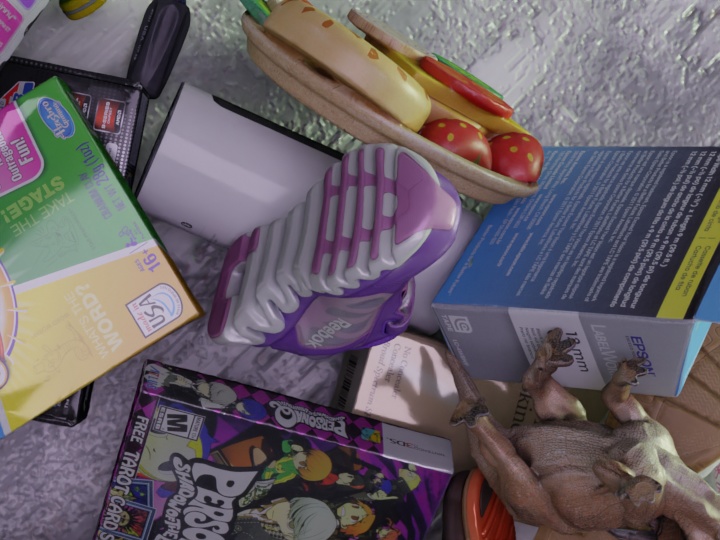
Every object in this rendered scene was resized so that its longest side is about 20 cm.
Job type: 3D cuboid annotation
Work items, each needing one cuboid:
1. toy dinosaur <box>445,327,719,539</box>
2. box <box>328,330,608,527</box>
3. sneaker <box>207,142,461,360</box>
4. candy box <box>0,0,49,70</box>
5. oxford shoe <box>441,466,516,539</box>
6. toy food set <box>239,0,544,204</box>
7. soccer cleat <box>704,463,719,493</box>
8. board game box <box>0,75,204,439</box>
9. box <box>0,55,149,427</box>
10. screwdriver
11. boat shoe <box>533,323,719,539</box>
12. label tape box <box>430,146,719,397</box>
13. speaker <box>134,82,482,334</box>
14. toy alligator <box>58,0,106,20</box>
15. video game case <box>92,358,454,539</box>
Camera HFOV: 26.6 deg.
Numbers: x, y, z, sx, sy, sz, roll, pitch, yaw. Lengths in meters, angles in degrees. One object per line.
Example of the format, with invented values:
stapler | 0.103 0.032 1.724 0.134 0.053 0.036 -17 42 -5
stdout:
toy dinosaur | 0.120 0.113 0.802 0.086 0.199 0.136 -51 142 -31
box | 0.083 0.100 0.926 0.198 0.078 0.096 15 88 -10
sneaker | 0.000 0.000 0.812 0.088 0.200 0.081 26 60 -24
candy box | -0.241 -0.168 0.806 0.201 0.167 0.072 -58 142 -11
oxford shoe | 0.049 0.196 0.890 0.072 0.071 0.201 10 123 17
toy food set | 0.017 -0.103 0.854 0.199 0.198 0.049 25 104 -25
soccer cleat | 0.218 0.058 0.911 0.086 0.070 0.202 18 91 -6
board game box | -0.208 0.012 0.832 0.199 0.040 0.154 -32 91 -2
box | -0.218 -0.024 0.874 0.159 0.044 0.202 12 89 -2
screwdriver | -0.099 -0.198 0.915 0.028 0.029 0.202 20 85 -10
boat shoe | 0.166 0.098 0.867 0.071 0.069 0.200 40 92 9
label tape box | 0.159 -0.002 0.838 0.144 0.199 0.066 -55 135 -36
speaker | -0.030 -0.034 0.901 0.199 0.081 0.082 23 87 -9
toy alligator | -0.182 -0.171 0.872 0.200 0.054 0.059 -47 123 -22
video game case | -0.063 0.160 0.874 0.180 0.036 0.201 16 118 -10
